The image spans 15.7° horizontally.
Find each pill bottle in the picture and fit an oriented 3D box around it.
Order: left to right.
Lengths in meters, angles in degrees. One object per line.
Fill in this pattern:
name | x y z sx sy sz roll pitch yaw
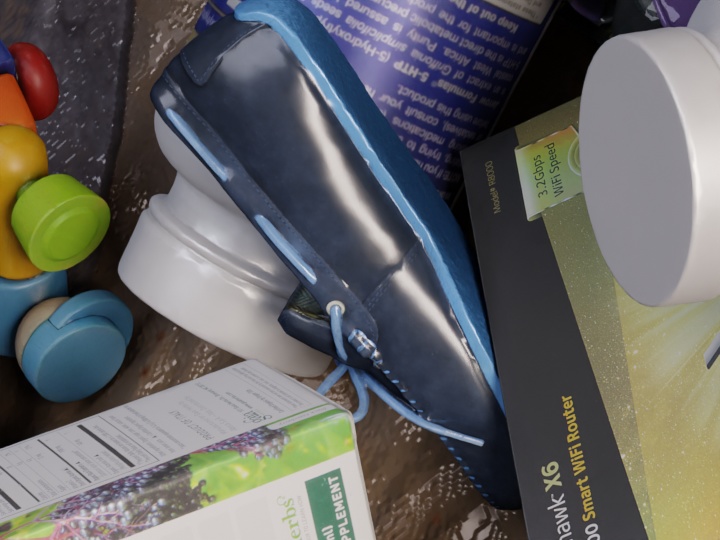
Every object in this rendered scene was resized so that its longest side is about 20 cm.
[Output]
pill bottle | -0.008 -0.068 0.980 0.120 0.120 0.200 38 104 47
pill bottle | 0.169 -0.042 0.754 0.112 0.200 0.113 172 90 -72

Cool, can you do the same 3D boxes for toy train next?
toy train | -0.143 -0.046 1.057 0.085 0.200 0.116 -24 49 -26

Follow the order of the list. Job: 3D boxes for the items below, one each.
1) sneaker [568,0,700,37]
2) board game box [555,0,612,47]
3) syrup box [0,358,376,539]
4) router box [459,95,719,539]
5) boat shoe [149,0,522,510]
sneaker | 0.099 -0.136 0.916 0.088 0.076 0.200 -35 32 14
board game box | 0.107 -0.138 1.004 0.105 0.023 0.200 -50 43 2
syrup box | -0.099 0.103 0.857 0.200 0.079 0.081 -20 20 -22
router box | 0.124 0.017 0.858 0.157 0.052 0.200 -24 51 20
boat shoe | 0.000 0.000 0.908 0.069 0.200 0.084 -30 4 13
